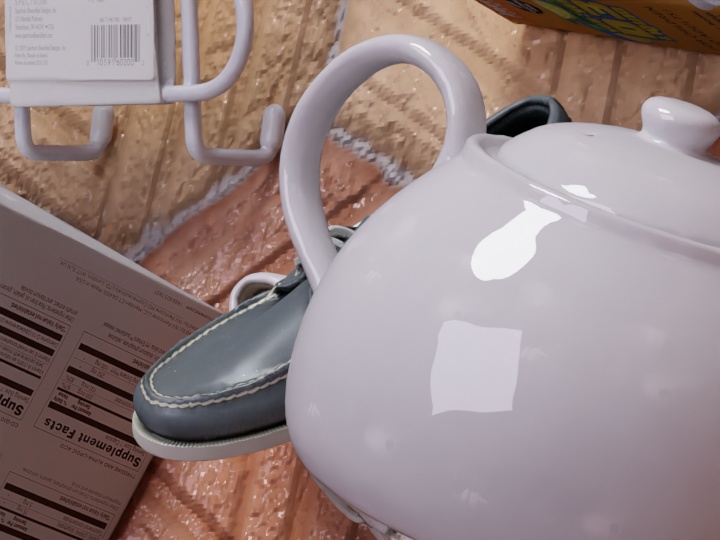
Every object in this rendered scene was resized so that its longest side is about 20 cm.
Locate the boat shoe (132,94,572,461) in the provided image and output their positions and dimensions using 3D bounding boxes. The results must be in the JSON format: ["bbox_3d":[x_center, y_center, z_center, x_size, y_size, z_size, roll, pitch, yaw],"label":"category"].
[{"bbox_3d":[0.000,0.000,1.071,0.200,0.062,0.073,-28,36,-17],"label":"boat shoe"}]

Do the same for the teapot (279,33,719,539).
[{"bbox_3d":[0.075,0.014,0.953,0.197,0.200,0.146,-120,46,-76],"label":"teapot"}]

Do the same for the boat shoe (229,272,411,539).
[{"bbox_3d":[0.009,0.063,1.097,0.071,0.069,0.200,-56,42,6],"label":"boat shoe"}]

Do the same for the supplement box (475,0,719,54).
[{"bbox_3d":[0.118,-0.118,1.091,0.200,0.066,0.069,17,83,48],"label":"supplement box"}]

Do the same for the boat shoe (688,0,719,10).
[{"bbox_3d":[0.121,-0.121,0.996,0.200,0.072,0.069,8,93,42],"label":"boat shoe"}]

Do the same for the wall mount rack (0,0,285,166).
[{"bbox_3d":[-0.092,-0.132,1.268,0.200,0.074,0.174,4,95,45],"label":"wall mount rack"}]

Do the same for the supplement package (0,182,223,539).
[{"bbox_3d":[-0.200,0.052,1.247,0.191,0.147,0.200,29,90,48],"label":"supplement package"}]
